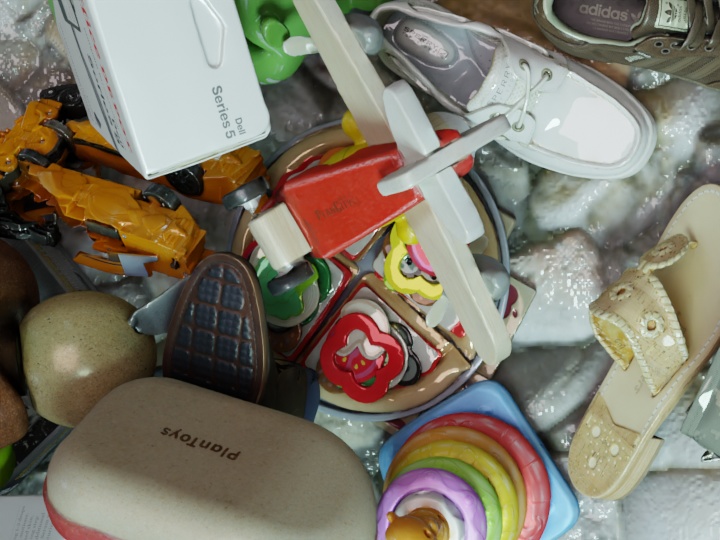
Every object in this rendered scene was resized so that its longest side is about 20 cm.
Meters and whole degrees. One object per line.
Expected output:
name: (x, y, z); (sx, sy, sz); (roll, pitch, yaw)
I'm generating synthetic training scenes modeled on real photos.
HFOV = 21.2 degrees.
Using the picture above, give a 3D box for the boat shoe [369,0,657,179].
boat shoe: (0.090, -0.114, 1.215); (0.199, 0.069, 0.071); (26, 98, 14)

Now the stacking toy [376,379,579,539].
stacking toy: (0.051, 0.151, 1.176); (0.109, 0.200, 0.116); (-34, 86, 17)

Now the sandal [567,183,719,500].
sandal: (0.168, 0.043, 1.185); (0.078, 0.069, 0.213); (36, 109, 48)

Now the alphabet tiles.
alphabet tiles: (0.011, 0.009, 1.284); (0.199, 0.006, 0.167); (30, 102, 15)

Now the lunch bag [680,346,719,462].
lunch bag: (0.300, 0.051, 1.130); (0.163, 0.118, 0.201); (29, 97, 15)

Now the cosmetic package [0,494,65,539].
cosmetic package: (-0.238, 0.203, 1.233); (0.199, 0.071, 0.102); (-5, 62, 38)

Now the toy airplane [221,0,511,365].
toy airplane: (0.026, -0.063, 1.167); (0.199, 0.141, 0.201); (31, 133, 29)

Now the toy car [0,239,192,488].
toy car: (-0.187, 0.041, 1.231); (0.198, 0.165, 0.159); (-6, 53, -4)

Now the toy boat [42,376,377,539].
toy boat: (-0.087, 0.157, 1.148); (0.199, 0.131, 0.131); (16, 127, 20)

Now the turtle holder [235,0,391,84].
turtle holder: (-0.052, -0.214, 1.238); (0.141, 0.186, 0.132); (-41, 61, -20)

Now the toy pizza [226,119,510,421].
toy pizza: (0.000, 0.000, 1.267); (0.199, 0.032, 0.202); (1, 94, 19)

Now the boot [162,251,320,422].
boot: (-0.073, 0.065, 1.231); (0.074, 0.097, 0.201); (14, 119, 20)

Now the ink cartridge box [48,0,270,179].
ink cartridge box: (-0.134, -0.152, 1.175); (0.084, 0.200, 0.146); (-21, 109, -12)

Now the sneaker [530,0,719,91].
sneaker: (0.200, -0.146, 1.173); (0.199, 0.075, 0.071); (6, 95, 19)

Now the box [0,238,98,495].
box: (-0.268, 0.039, 1.359); (0.158, 0.048, 0.200); (-42, 80, 17)

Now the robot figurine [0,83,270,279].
robot figurine: (-0.168, -0.057, 1.285); (0.199, 0.058, 0.145); (17, 56, 29)
